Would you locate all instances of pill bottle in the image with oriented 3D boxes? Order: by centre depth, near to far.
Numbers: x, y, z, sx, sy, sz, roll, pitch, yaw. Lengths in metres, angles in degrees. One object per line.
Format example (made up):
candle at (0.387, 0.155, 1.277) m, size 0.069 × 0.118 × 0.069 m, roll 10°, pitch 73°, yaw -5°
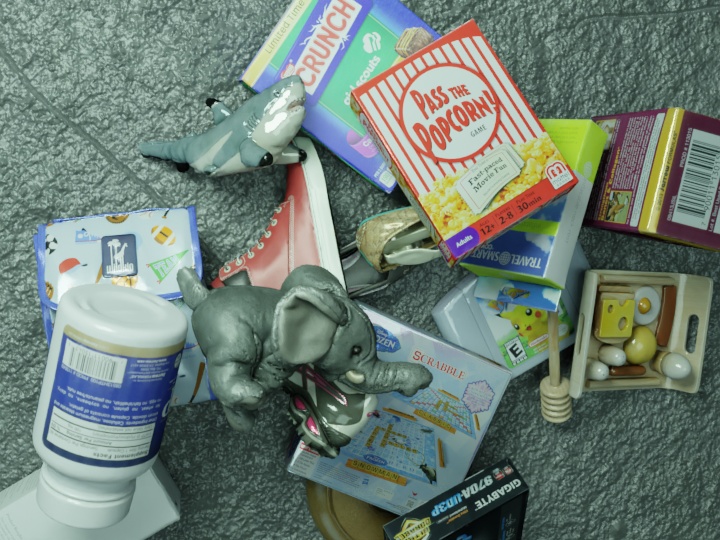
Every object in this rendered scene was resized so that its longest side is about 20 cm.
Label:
pill bottle at (-0.237, 0.126, 0.864) m, size 0.118 × 0.120 × 0.203 m, roll 13°, pitch 105°, yaw -13°

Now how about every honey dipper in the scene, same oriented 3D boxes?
honey dipper at (0.222, 0.090, 1.068) m, size 0.037 × 0.038 × 0.202 m, roll -16°, pitch 126°, yaw -9°

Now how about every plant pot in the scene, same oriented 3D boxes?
plant pot at (0.035, 0.253, 1.097) m, size 0.196 × 0.027 × 0.204 m, roll -2°, pitch 98°, yaw -11°

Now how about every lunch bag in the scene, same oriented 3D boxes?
lunch bag at (-0.239, 0.041, 0.965) m, size 0.167 × 0.124 × 0.204 m, roll -7°, pitch 98°, yaw -10°

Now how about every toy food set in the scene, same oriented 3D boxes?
toy food set at (0.332, 0.076, 1.098) m, size 0.197 × 0.060 × 0.146 m, roll 2°, pitch 97°, yaw -31°

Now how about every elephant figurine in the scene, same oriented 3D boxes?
elephant figurine at (-0.051, 0.059, 0.901) m, size 0.197 × 0.143 × 0.156 m, roll -22°, pitch 141°, yaw -1°

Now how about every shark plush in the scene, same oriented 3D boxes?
shark plush at (-0.138, -0.143, 0.973) m, size 0.090 × 0.198 × 0.085 m, roll -18°, pitch 100°, yaw -54°

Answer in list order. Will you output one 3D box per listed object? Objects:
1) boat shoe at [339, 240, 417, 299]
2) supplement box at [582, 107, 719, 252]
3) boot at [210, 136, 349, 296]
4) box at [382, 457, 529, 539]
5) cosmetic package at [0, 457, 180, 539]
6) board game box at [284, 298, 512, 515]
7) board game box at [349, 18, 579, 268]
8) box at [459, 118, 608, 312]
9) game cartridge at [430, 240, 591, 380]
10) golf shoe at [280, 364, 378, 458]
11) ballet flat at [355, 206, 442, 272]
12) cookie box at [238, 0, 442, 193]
boat shoe at (0.000, 0.000, 1.043) m, size 0.198 × 0.057 × 0.068 m, roll -25°, pitch 101°, yaw -7°
supplement box at (0.323, -0.099, 1.024) m, size 0.101 × 0.200 × 0.133 m, roll 12°, pitch 95°, yaw -13°
boot at (-0.097, -0.040, 0.994) m, size 0.142 × 0.073 × 0.203 m, roll -11°, pitch 72°, yaw 2°
box at (0.106, 0.304, 1.040) m, size 0.157 × 0.046 × 0.201 m, roll -25°, pitch 144°, yaw -14°
cosmetic package at (-0.304, 0.259, 1.002) m, size 0.198 × 0.081 × 0.114 m, roll -28°, pitch 102°, yaw -8°
board game box at (0.042, 0.164, 1.050) m, size 0.198 × 0.041 × 0.202 m, roll 24°, pitch 94°, yaw -13°
board game box at (0.102, -0.129, 0.946) m, size 0.150 × 0.046 × 0.202 m, roll -31°, pitch 82°, yaw -7°
box at (0.186, -0.065, 1.023) m, size 0.047 × 0.121 × 0.203 m, roll 25°, pitch 79°, yaw -42°
game cartridge at (0.188, 0.045, 1.100) m, size 0.198 × 0.040 × 0.135 m, roll -29°, pitch 98°, yaw -7°
golf shoe at (-0.057, 0.103, 0.995) m, size 0.088 × 0.077 × 0.201 m, roll -39°, pitch 60°, yaw 1°
ballet flat at (0.093, -0.047, 0.989) m, size 0.197 × 0.066 × 0.071 m, roll -23°, pitch 143°, yaw 7°
cookie box at (-0.005, -0.212, 1.008) m, size 0.199 × 0.075 × 0.172 m, roll 35°, pitch 90°, yaw -13°
